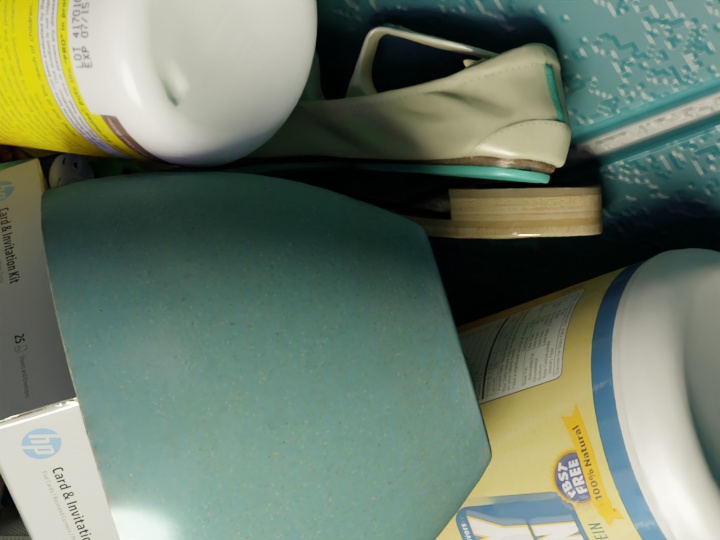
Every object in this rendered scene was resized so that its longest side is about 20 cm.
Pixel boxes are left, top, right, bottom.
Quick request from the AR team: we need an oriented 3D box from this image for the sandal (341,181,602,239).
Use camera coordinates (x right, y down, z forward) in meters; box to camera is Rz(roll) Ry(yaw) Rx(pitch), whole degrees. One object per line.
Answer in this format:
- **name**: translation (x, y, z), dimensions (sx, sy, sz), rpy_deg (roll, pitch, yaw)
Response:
- **sandal**: translation (-0.002, 0.000, 1.112), dimensions (0.211, 0.078, 0.070), rpy_deg (-1, 94, 20)

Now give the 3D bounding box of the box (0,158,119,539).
- **box**: translation (-0.107, 0.080, 1.049), dimensions (0.041, 0.156, 0.201), rpy_deg (-18, 127, 0)

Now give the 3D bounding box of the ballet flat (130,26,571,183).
- **ballet flat**: translation (-0.007, -0.066, 1.091), dimensions (0.199, 0.070, 0.070), rpy_deg (-1, 125, 24)

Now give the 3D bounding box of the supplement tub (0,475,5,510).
- **supplement tub**: translation (-0.262, 0.102, 1.263), dimensions (0.200, 0.145, 0.145), rpy_deg (45, 130, -5)

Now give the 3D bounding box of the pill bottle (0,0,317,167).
- **pill bottle**: translation (-0.120, -0.102, 1.058), dimensions (0.199, 0.109, 0.110), rpy_deg (8, 131, 43)

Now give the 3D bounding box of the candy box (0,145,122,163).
- **candy box**: translation (-0.175, -0.039, 1.206), dimensions (0.199, 0.026, 0.102), rpy_deg (30, 135, 1)

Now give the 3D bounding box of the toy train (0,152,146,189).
- **toy train**: translation (-0.166, -0.024, 1.137), dimensions (0.199, 0.042, 0.056), rpy_deg (-8, 152, 45)

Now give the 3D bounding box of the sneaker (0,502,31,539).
- **sneaker**: translation (-0.094, 0.080, 1.204), dimensions (0.199, 0.074, 0.085), rpy_deg (-21, 104, -4)

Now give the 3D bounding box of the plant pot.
- **plant pot**: translation (-0.027, 0.046, 1.005), dimensions (0.134, 0.200, 0.201), rpy_deg (-17, 121, 1)

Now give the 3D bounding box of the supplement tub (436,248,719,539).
- **supplement tub**: translation (0.082, 0.085, 1.103), dimensions (0.199, 0.145, 0.145), rpy_deg (-21, 114, 35)
